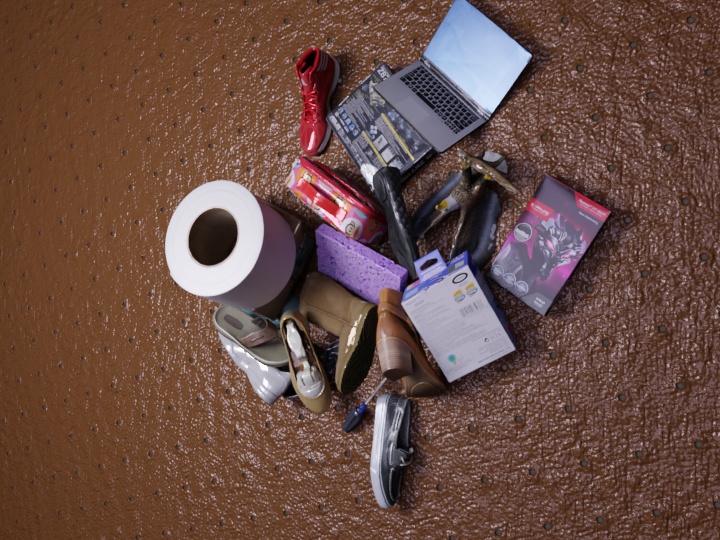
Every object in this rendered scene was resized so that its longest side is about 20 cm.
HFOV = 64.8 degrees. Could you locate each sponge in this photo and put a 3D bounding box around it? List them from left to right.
[{"bbox_3d":[0.000,0.000,1.073,0.197,0.030,0.113,31,143,23],"label":"sponge"}]

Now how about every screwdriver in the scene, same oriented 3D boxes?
[{"bbox_3d":[0.015,0.239,1.061,0.203,0.028,0.028,-61,29,33],"label":"screwdriver"}]

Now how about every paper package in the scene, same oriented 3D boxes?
[{"bbox_3d":[-0.211,-0.033,1.149,0.187,0.103,0.204,28,86,22],"label":"paper package"}]

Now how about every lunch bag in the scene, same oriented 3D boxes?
[{"bbox_3d":[-0.046,-0.129,1.055,0.199,0.175,0.083,39,103,20],"label":"lunch bag"}]

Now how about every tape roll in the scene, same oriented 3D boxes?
[{"bbox_3d":[-0.232,-0.042,1.029,0.196,0.139,0.209,-4,76,16],"label":"tape roll"}]

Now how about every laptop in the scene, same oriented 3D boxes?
[{"bbox_3d":[0.157,-0.348,1.000,0.198,0.117,0.188,-35,70,-22],"label":"laptop"}]

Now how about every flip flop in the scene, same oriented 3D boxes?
[{"bbox_3d":[-0.203,0.119,1.109,0.196,0.082,0.058,29,142,11],"label":"flip flop"}]

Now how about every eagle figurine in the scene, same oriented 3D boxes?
[{"bbox_3d":[0.176,-0.111,0.995,0.154,0.146,0.203,-97,18,-45],"label":"eagle figurine"}]

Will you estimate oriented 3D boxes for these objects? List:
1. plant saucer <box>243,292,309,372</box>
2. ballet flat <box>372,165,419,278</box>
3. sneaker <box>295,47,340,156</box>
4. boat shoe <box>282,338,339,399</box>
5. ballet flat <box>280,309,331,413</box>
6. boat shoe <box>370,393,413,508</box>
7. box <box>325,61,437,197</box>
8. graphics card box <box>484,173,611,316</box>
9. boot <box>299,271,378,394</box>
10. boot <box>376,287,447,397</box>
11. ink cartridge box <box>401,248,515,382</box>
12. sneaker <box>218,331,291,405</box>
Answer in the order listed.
[{"bbox_3d":[-0.199,0.133,1.193,0.194,0.036,0.207,-1,87,25],"label":"plant saucer"},{"bbox_3d":[0.075,-0.086,1.001,0.066,0.056,0.206,-8,101,63],"label":"ballet flat"},{"bbox_3d":[-0.104,-0.338,1.124,0.076,0.115,0.207,8,91,24],"label":"sneaker"},{"bbox_3d":[-0.079,0.194,1.117,0.197,0.066,0.071,-33,75,20],"label":"boat shoe"},{"bbox_3d":[-0.108,0.174,1.054,0.067,0.063,0.205,-22,88,0],"label":"ballet flat"},{"bbox_3d":[0.062,0.333,1.042,0.069,0.072,0.207,-3,85,28],"label":"boat shoe"},{"bbox_3d":[0.044,-0.267,1.090,0.160,0.049,0.203,-39,73,20],"label":"box"},{"bbox_3d":[0.313,-0.042,0.954,0.124,0.051,0.203,35,103,22],"label":"graphics card box"},{"bbox_3d":[-0.052,0.113,1.077,0.198,0.065,0.180,21,89,47],"label":"boot"},{"bbox_3d":[0.093,0.131,1.006,0.072,0.200,0.158,-19,53,23],"label":"boot"},{"bbox_3d":[0.160,0.066,0.966,0.134,0.077,0.203,-29,102,19],"label":"ink cartridge box"},{"bbox_3d":[-0.207,0.169,1.147,0.088,0.075,0.200,-43,68,-4],"label":"sneaker"}]
